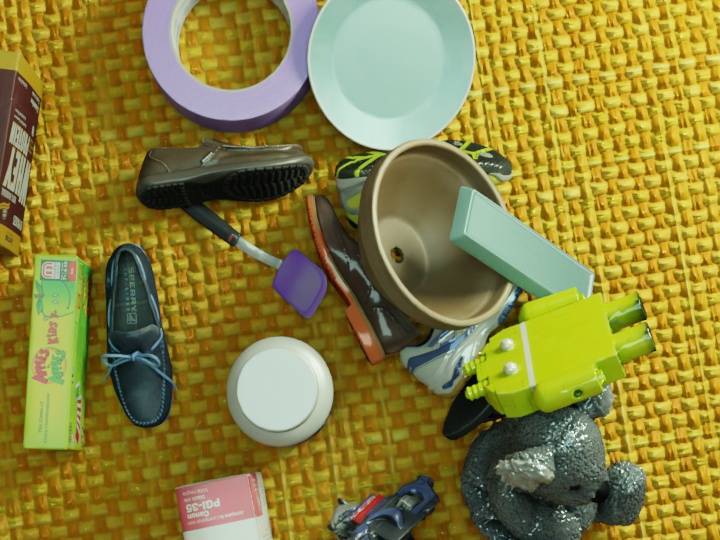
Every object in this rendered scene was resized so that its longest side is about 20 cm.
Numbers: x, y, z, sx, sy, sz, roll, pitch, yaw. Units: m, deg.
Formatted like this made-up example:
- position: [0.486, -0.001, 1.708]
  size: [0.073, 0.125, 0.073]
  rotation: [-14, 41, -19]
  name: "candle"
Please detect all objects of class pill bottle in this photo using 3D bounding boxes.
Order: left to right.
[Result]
- position: [-0.082, 0.127, 1.590]
  size: [0.109, 0.200, 0.113]
  rotation: [0, 84, 0]
  name: "pill bottle"

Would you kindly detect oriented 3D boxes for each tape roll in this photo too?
- position: [-0.142, -0.259, 1.704]
  size: [0.197, 0.066, 0.203]
  rotation: [0, 84, -1]
  name: "tape roll"

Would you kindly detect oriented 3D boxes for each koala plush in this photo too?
- position: [0.193, 0.200, 1.570]
  size: [0.177, 0.201, 0.183]
  rotation: [-40, 69, -22]
  name: "koala plush"

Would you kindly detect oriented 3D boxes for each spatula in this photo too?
- position: [-0.121, -0.025, 1.692]
  size: [0.199, 0.021, 0.057]
  rotation: [35, 109, 7]
  name: "spatula"

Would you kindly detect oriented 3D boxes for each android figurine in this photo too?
- position: [0.198, 0.083, 1.551]
  size: [0.198, 0.183, 0.041]
  rotation: [-20, 117, 13]
  name: "android figurine"

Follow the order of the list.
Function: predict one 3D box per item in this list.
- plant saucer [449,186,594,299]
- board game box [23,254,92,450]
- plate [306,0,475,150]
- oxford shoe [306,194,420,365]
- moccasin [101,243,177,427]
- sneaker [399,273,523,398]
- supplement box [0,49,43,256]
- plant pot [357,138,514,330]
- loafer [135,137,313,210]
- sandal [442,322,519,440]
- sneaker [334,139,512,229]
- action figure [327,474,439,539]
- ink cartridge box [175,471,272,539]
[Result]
- position: [0.177, -0.015, 1.625]
  size: [0.199, 0.019, 0.071]
  rotation: [33, 55, -28]
  name: "plant saucer"
- position: [-0.323, 0.090, 1.641]
  size: [0.047, 0.102, 0.203]
  rotation: [2, 83, -1]
  name: "board game box"
- position: [0.033, -0.235, 1.697]
  size: [0.197, 0.026, 0.203]
  rotation: [-3, 100, -18]
  name: "plate"
- position: [0.000, 0.000, 1.667]
  size: [0.072, 0.071, 0.202]
  rotation: [-25, 79, -1]
  name: "oxford shoe"
- position: [-0.251, 0.071, 1.661]
  size: [0.079, 0.068, 0.203]
  rotation: [-13, 84, -2]
  name: "moccasin"
- position: [0.117, 0.036, 1.667]
  size: [0.088, 0.075, 0.201]
  rotation: [32, 83, 4]
  name: "sneaker"
- position: [-0.462, -0.133, 1.650]
  size: [0.194, 0.133, 0.203]
  rotation: [7, 83, 0]
  name: "supplement box"
- position: [0.062, -0.028, 1.607]
  size: [0.199, 0.092, 0.204]
  rotation: [17, 63, -35]
  name: "plant pot"
- position: [-0.150, -0.120, 1.682]
  size: [0.197, 0.073, 0.072]
  rotation: [-6, 63, -9]
  name: "loafer"
- position: [0.167, 0.113, 1.663]
  size: [0.048, 0.075, 0.201]
  rotation: [43, 84, -17]
  name: "sandal"
- position: [0.071, -0.095, 1.694]
  size: [0.197, 0.076, 0.077]
  rotation: [-6, 114, -4]
  name: "sneaker"
- position: [0.028, 0.319, 1.604]
  size: [0.199, 0.105, 0.193]
  rotation: [-28, 56, -34]
  name: "action figure"
- position: [-0.130, 0.317, 1.594]
  size: [0.082, 0.147, 0.203]
  rotation: [-10, 83, -1]
  name: "ink cartridge box"
